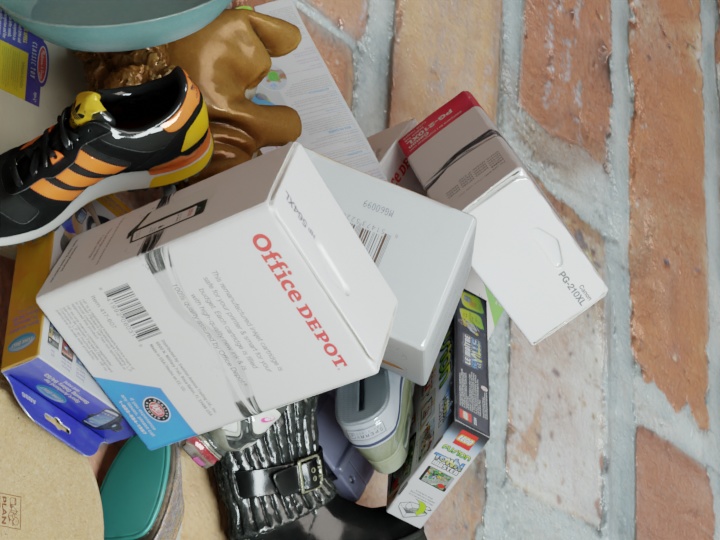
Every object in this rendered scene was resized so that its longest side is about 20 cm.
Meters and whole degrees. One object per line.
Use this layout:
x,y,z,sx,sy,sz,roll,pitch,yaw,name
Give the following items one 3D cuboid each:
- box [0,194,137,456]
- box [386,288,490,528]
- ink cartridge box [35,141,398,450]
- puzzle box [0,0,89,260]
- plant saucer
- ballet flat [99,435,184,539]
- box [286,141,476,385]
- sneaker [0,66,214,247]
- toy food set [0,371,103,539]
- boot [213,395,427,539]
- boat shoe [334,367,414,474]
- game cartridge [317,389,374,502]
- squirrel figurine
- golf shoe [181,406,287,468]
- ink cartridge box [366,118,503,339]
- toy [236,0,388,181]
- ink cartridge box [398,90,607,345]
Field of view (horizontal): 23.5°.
-0.198,0.029,1.244,0.119,0.041,0.201,42,35,-44,box
0.065,0.111,1.457,0.035,0.110,0.201,27,30,-13,box
-0.095,0.021,1.180,0.147,0.199,0.085,57,29,-24,ink cartridge box
-0.261,-0.107,1.298,0.133,0.025,0.202,24,56,-45,puzzle box
-0.178,-0.212,1.309,0.200,0.198,0.036,-51,144,-49,plant saucer
-0.166,0.212,1.260,0.067,0.068,0.201,55,42,-48,ballet flat
0.000,0.000,1.321,0.200,0.151,0.107,80,32,-79,box
-0.200,-0.087,1.198,0.090,0.199,0.070,86,-19,-54,sneaker
-0.254,0.165,1.168,0.197,0.048,0.202,-2,77,-52,toy food set
-0.035,0.172,1.417,0.210,0.079,0.159,-2,77,-49,boot
0.013,0.093,1.460,0.201,0.071,0.062,-80,153,-56,boat shoe
-0.038,0.086,1.497,0.201,0.038,0.130,56,43,-20,game cartridge
-0.137,-0.104,1.355,0.199,0.141,0.188,17,60,-47,squirrel figurine
-0.107,0.055,1.336,0.073,0.092,0.201,50,16,-50,golf shoe
0.045,-0.015,1.603,0.201,0.084,0.146,57,38,-19,ink cartridge box
-0.071,-0.137,1.516,0.114,0.047,0.201,-18,75,-31,toy
0.120,-0.049,1.498,0.145,0.084,0.200,51,8,-26,ink cartridge box
